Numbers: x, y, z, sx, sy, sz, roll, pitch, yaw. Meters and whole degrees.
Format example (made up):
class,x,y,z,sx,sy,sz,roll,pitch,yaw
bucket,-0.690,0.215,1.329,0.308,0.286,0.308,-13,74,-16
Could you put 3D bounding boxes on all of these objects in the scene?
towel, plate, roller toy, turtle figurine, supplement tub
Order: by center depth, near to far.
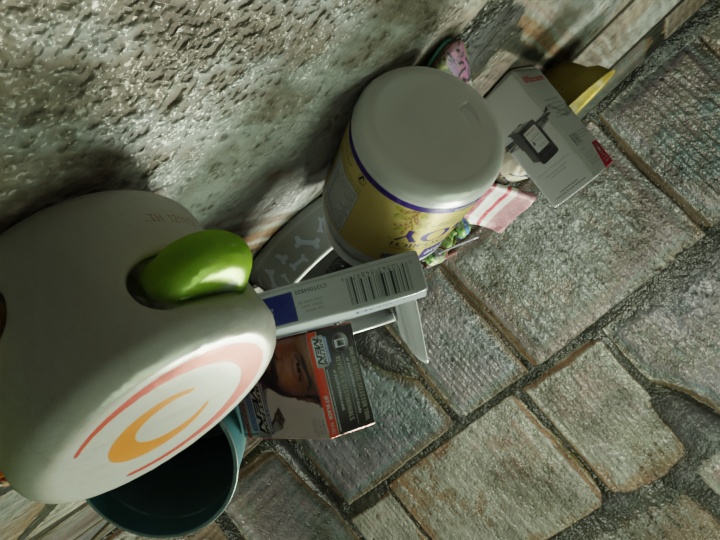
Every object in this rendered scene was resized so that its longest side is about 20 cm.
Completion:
class,x,y,z,sx,sy,sz,roll,pitch,yaw
roller toy,-0.165,0.046,0.422,0.200,0.140,0.183,-36,161,-17
supplement tub,0.041,-0.090,0.652,0.145,0.145,0.200,-38,171,-25
plate,0.057,0.017,1.003,0.032,0.200,0.200,-15,-148,-1
turtle figurine,0.096,-0.070,1.144,0.194,0.144,0.200,-27,174,7
towel,0.205,-0.128,1.195,0.144,0.199,0.023,122,-22,-64

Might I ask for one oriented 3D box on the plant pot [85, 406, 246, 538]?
class,x,y,z,sx,sy,sz,roll,pitch,yaw
plant pot,-0.234,0.202,0.830,0.200,0.200,0.188,-43,-174,11

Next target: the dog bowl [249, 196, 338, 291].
class,x,y,z,sx,sy,sz,roll,pitch,yaw
dog bowl,-0.054,-0.031,0.853,0.200,0.059,0.200,-40,173,-6

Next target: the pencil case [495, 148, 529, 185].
class,x,y,z,sx,sy,sz,roll,pitch,yaw
pencil case,0.255,-0.188,1.166,0.200,0.089,0.078,-11,-140,40

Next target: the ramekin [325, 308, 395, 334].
class,x,y,z,sx,sy,sz,roll,pitch,yaw
ramekin,-0.049,0.067,1.071,0.200,0.098,0.200,-16,175,-1

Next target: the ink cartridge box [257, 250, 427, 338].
class,x,y,z,sx,sy,sz,roll,pitch,yaw
ink cartridge box,-0.031,0.034,0.646,0.199,0.041,0.200,-15,175,5

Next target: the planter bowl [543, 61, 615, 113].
class,x,y,z,sx,sy,sz,roll,pitch,yaw
planter bowl,0.361,-0.321,1.178,0.200,0.083,0.200,-40,172,-7

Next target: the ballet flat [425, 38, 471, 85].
class,x,y,z,sx,sy,sz,roll,pitch,yaw
ballet flat,0.081,-0.165,0.711,0.069,0.071,0.200,-37,171,-32

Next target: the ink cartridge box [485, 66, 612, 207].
class,x,y,z,sx,sy,sz,roll,pitch,yaw
ink cartridge box,0.289,-0.213,1.001,0.083,0.200,0.145,-41,174,35

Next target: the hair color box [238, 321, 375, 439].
class,x,y,z,sx,sy,sz,roll,pitch,yaw
hair color box,-0.076,0.130,0.727,0.064,0.111,0.200,-10,174,-38

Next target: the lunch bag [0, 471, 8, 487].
class,x,y,z,sx,sy,sz,roll,pitch,yaw
lunch bag,-0.238,0.136,0.565,0.200,0.082,0.176,-16,170,3

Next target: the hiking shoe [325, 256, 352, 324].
class,x,y,z,sx,sy,sz,roll,pitch,yaw
hiking shoe,0.000,0.000,0.869,0.101,0.076,0.200,-50,-175,-31
